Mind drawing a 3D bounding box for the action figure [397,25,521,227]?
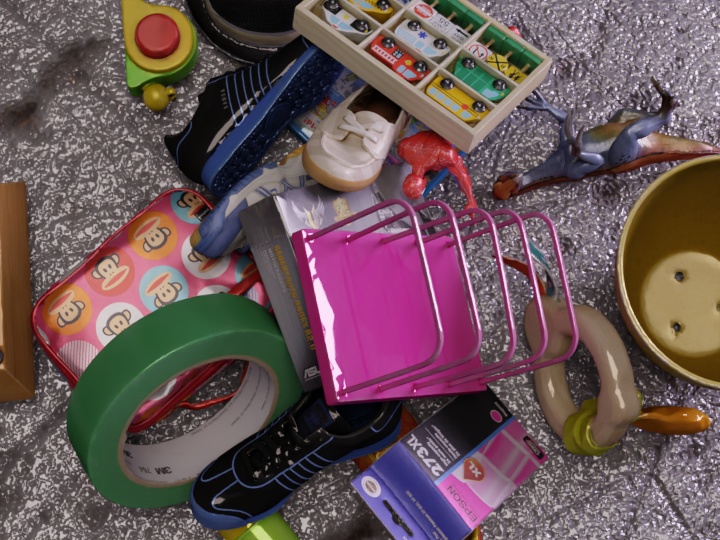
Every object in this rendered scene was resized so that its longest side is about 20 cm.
[{"bbox_3d":[0.092,-0.123,1.324,0.065,0.099,0.201,11,51,31],"label":"action figure"}]

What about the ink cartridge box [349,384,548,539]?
[{"bbox_3d":[0.079,0.168,1.227,0.095,0.037,0.200,50,37,8],"label":"ink cartridge box"}]

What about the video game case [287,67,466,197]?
[{"bbox_3d":[0.048,-0.159,1.374,0.143,0.018,0.200,43,78,7],"label":"video game case"}]

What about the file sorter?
[{"bbox_3d":[0.067,0.021,1.174,0.125,0.199,0.141,-21,75,38],"label":"file sorter"}]

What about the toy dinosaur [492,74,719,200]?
[{"bbox_3d":[0.215,-0.102,1.335,0.181,0.105,0.200,-43,102,14],"label":"toy dinosaur"}]

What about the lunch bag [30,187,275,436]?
[{"bbox_3d":[-0.172,0.047,1.288,0.200,0.082,0.176,-41,86,-11],"label":"lunch bag"}]

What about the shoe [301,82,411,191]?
[{"bbox_3d":[0.002,-0.129,1.266,0.069,0.200,0.054,23,121,7],"label":"shoe"}]

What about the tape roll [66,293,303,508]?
[{"bbox_3d":[-0.143,0.111,1.209,0.199,0.201,0.048,-33,54,-10],"label":"tape roll"}]

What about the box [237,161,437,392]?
[{"bbox_3d":[0.000,0.000,1.245,0.048,0.199,0.160,-22,87,38],"label":"box"}]

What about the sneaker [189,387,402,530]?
[{"bbox_3d":[-0.056,0.143,1.210,0.199,0.078,0.070,-28,60,-13],"label":"sneaker"}]

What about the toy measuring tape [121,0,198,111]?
[{"bbox_3d":[-0.188,-0.246,1.359,0.073,0.074,0.202,-5,77,-4],"label":"toy measuring tape"}]

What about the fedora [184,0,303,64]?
[{"bbox_3d":[-0.072,-0.292,1.360,0.198,0.092,0.203,1,77,-2],"label":"fedora"}]

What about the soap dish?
[{"bbox_3d":[-0.371,0.019,1.281,0.155,0.081,0.202,-5,76,-4],"label":"soap dish"}]

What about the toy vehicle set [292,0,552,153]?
[{"bbox_3d":[0.054,-0.200,1.286,0.199,0.027,0.124,37,57,14],"label":"toy vehicle set"}]

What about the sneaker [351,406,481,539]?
[{"bbox_3d":[0.040,0.168,1.267,0.073,0.077,0.200,-41,80,-9],"label":"sneaker"}]

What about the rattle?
[{"bbox_3d":[0.216,0.056,1.298,0.141,0.131,0.201,-16,58,-12],"label":"rattle"}]

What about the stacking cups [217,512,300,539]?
[{"bbox_3d":[-0.056,0.267,1.255,0.060,0.061,0.200,-40,86,-11],"label":"stacking cups"}]

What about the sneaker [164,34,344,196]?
[{"bbox_3d":[-0.094,-0.163,1.329,0.078,0.070,0.200,39,81,23],"label":"sneaker"}]

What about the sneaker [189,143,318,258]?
[{"bbox_3d":[-0.066,-0.046,1.271,0.088,0.075,0.200,52,39,1],"label":"sneaker"}]

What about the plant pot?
[{"bbox_3d":[0.308,0.017,1.280,0.197,0.142,0.202,1,76,-3],"label":"plant pot"}]
